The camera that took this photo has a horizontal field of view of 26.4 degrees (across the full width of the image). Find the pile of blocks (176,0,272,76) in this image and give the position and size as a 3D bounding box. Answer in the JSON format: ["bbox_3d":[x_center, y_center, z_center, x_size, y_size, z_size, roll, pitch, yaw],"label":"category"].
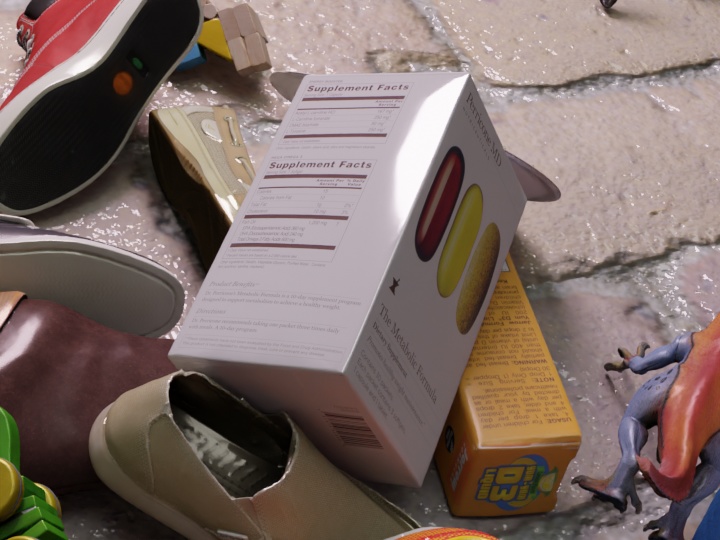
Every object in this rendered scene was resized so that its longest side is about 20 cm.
[{"bbox_3d":[-0.151,-0.189,1.118,0.200,0.082,0.062,34,2,8],"label":"pile of blocks"}]

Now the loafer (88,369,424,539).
[{"bbox_3d":[-0.041,0.117,0.776,0.200,0.068,0.076,28,44,-11],"label":"loafer"}]

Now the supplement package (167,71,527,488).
[{"bbox_3d":[0.000,0.000,0.842,0.109,0.114,0.200,3,55,30],"label":"supplement package"}]

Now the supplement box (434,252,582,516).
[{"bbox_3d":[0.065,0.046,0.907,0.069,0.067,0.200,-3,44,-17],"label":"supplement box"}]

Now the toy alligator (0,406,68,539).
[{"bbox_3d":[-0.153,0.153,0.699,0.054,0.059,0.200,-28,67,0],"label":"toy alligator"}]

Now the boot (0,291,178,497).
[{"bbox_3d":[-0.166,0.096,0.789,0.166,0.072,0.200,12,48,-9],"label":"boot"}]

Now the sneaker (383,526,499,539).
[{"bbox_3d":[-0.009,0.165,0.710,0.200,0.077,0.073,-22,95,-28],"label":"sneaker"}]

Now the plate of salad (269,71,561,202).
[{"bbox_3d":[0.038,-0.092,0.976,0.200,0.200,0.048,23,85,9],"label":"plate of salad"}]

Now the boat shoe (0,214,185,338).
[{"bbox_3d":[-0.202,0.003,0.881,0.199,0.074,0.060,1,27,-14],"label":"boat shoe"}]

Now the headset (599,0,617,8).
[{"bbox_3d":[0.252,-0.285,1.324,0.123,0.094,0.200,24,28,17],"label":"headset"}]

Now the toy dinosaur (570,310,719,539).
[{"bbox_3d":[0.207,0.072,0.865,0.105,0.200,0.182,34,76,-1],"label":"toy dinosaur"}]

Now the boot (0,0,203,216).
[{"bbox_3d":[-0.210,-0.121,1.018,0.144,0.072,0.200,14,58,44],"label":"boot"}]

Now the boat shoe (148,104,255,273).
[{"bbox_3d":[-0.073,-0.039,0.959,0.063,0.073,0.201,-14,42,-22],"label":"boat shoe"}]

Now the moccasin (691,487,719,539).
[{"bbox_3d":[0.197,0.152,0.748,0.068,0.200,0.081,23,24,-4],"label":"moccasin"}]
